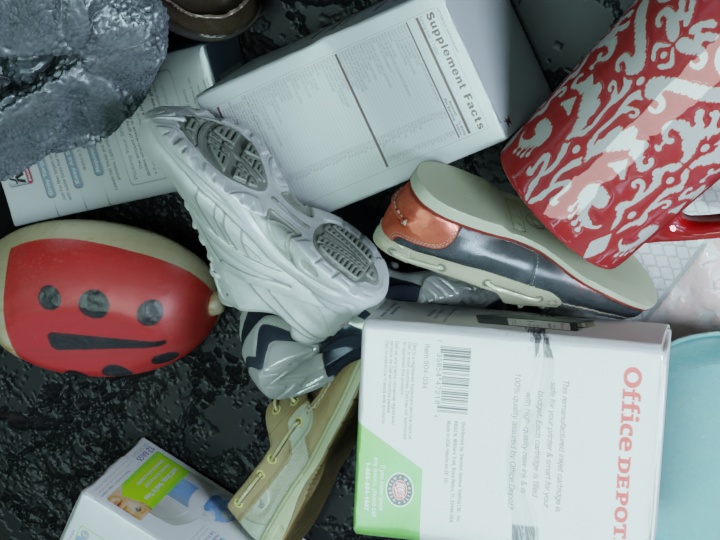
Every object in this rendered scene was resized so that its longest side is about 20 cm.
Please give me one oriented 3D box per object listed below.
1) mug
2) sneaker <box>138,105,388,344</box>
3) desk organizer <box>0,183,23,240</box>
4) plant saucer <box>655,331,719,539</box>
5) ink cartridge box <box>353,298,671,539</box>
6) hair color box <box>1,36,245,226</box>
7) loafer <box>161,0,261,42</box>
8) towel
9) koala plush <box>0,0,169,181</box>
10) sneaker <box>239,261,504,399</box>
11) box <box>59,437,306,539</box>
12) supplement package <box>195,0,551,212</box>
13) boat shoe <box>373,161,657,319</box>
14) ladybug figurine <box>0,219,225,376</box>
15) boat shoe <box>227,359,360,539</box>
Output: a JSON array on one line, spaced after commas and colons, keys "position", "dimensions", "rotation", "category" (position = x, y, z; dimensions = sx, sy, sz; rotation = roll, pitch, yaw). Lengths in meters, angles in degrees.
[{"position": [0.206, -0.090, 1.392], "dimensions": [0.200, 0.133, 0.178], "rotation": [-44, 73, 20], "category": "mug"}, {"position": [-0.082, -0.023, 1.468], "dimensions": [0.200, 0.078, 0.099], "rotation": [43, 124, 1], "category": "sneaker"}, {"position": [-0.315, -0.117, 1.654], "dimensions": [0.076, 0.072, 0.202], "rotation": [4, 110, 23], "category": "desk organizer"}, {"position": [0.249, 0.138, 1.484], "dimensions": [0.198, 0.036, 0.202], "rotation": [2, 98, 14], "category": "plant saucer"}, {"position": [0.102, 0.104, 1.453], "dimensions": [0.198, 0.084, 0.147], "rotation": [5, 100, 11], "category": "ink cartridge box"}, {"position": [-0.173, -0.104, 1.606], "dimensions": [0.198, 0.061, 0.100], "rotation": [-11, 104, 24], "category": "hair color box"}, {"position": [-0.150, -0.239, 1.527], "dimensions": [0.200, 0.073, 0.071], "rotation": [41, 157, 4], "category": "loafer"}, {"position": [0.244, 0.027, 1.502], "dimensions": [0.191, 0.032, 0.201], "rotation": [38, 119, 5], "category": "towel"}, {"position": [-0.237, -0.190, 1.526], "dimensions": [0.182, 0.201, 0.178], "rotation": [-16, 131, -10], "category": "koala plush"}, {"position": [0.000, 0.000, 1.564], "dimensions": [0.198, 0.080, 0.130], "rotation": [-22, 61, 0], "category": "sneaker"}, {"position": [-0.124, 0.237, 1.680], "dimensions": [0.199, 0.112, 0.102], "rotation": [31, 116, 8], "category": "box"}, {"position": [0.011, -0.118, 1.498], "dimensions": [0.199, 0.110, 0.114], "rotation": [-21, 101, 27], "category": "supplement package"}, {"position": [0.105, -0.008, 1.460], "dimensions": [0.199, 0.071, 0.063], "rotation": [22, 123, -22], "category": "boat shoe"}, {"position": [-0.197, 0.028, 1.639], "dimensions": [0.198, 0.072, 0.136], "rotation": [-2, 132, 18], "category": "ladybug figurine"}, {"position": [-0.041, 0.119, 1.625], "dimensions": [0.066, 0.074, 0.201], "rotation": [34, 110, 15], "category": "boat shoe"}]
